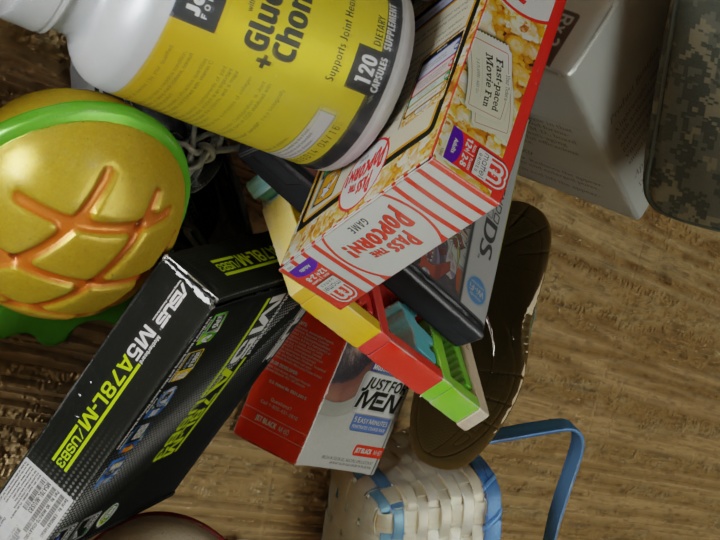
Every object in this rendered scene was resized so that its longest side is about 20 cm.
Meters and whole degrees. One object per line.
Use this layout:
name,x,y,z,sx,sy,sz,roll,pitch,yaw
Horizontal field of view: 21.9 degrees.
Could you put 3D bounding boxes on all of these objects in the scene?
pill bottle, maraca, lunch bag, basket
pill bottle,-0.081,-0.133,0.960,0.200,0.112,0.112,19,96,-26
maraca,-0.156,-0.021,0.994,0.137,0.107,0.200,-13,147,-9
lunch bag,0.269,-0.136,1.203,0.168,0.139,0.200,-56,155,-50
basket,0.071,0.197,1.433,0.200,0.139,0.176,1,114,-24

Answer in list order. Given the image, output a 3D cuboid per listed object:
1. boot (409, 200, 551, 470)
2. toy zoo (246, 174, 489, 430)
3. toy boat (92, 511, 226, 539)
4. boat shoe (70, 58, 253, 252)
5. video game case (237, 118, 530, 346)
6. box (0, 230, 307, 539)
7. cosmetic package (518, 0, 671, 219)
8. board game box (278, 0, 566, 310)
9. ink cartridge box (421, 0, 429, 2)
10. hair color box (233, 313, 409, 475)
boot,0.090,0.052,1.393,0.155,0.072,0.200,69,39,-85
toy zoo,0.000,0.000,1.118,0.020,0.131,0.200,-35,131,20
toy boat,-0.157,0.238,1.172,0.200,0.131,0.131,-42,-171,-3
boat shoe,-0.106,-0.071,1.068,0.074,0.068,0.199,-45,144,-30
video game case,0.022,-0.081,1.128,0.200,0.025,0.181,41,48,-32
box,-0.111,0.068,1.082,0.200,0.048,0.193,-53,166,16
cosmetic package,0.139,-0.170,1.274,0.165,0.165,0.200,-58,148,-14
board game box,0.039,-0.093,1.008,0.046,0.151,0.200,33,54,-18
ink cartridge box,-0.041,-0.230,0.981,0.200,0.145,0.084,27,89,-59
hair color box,-0.002,0.039,1.308,0.111,0.064,0.200,17,95,-58
